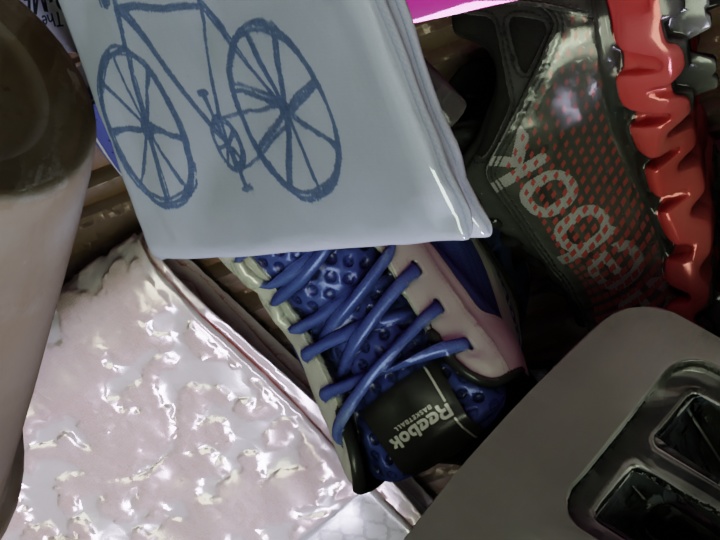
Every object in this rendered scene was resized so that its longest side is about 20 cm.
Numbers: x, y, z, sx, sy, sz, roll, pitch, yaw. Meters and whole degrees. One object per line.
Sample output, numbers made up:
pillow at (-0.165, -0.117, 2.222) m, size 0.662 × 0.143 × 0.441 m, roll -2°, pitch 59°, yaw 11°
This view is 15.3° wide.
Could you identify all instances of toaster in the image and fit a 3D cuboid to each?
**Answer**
toaster at (0.095, 0.128, 0.808) m, size 0.200 × 0.181 × 0.119 m, roll 31°, pitch 152°, yaw 23°

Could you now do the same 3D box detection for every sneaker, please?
sneaker at (0.000, 0.000, 0.848) m, size 0.080 × 0.115 × 0.199 m, roll -37°, pitch 127°, yaw 15°
sneaker at (0.075, -0.028, 0.875) m, size 0.098 × 0.071 × 0.201 m, roll -4°, pitch 126°, yaw 13°

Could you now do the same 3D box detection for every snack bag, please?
snack bag at (-0.047, -0.096, 0.701) m, size 0.021 × 0.188 × 0.201 m, roll -25°, pitch 100°, yaw -25°

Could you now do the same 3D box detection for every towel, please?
towel at (-0.087, 0.102, 0.985) m, size 0.200 × 0.032 × 0.191 m, roll -36°, pitch 115°, yaw 21°

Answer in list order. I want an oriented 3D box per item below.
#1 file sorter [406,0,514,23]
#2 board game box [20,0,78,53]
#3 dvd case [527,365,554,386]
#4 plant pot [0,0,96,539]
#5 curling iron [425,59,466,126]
file sorter at (0.057, -0.166, 0.731) m, size 0.199 × 0.139 × 0.126 m, roll -13°, pitch 122°, yaw 2°
board game box at (-0.145, -0.136, 0.832) m, size 0.199 × 0.034 × 0.135 m, roll 1°, pitch 123°, yaw 1°
dvd case at (0.144, 0.096, 0.979) m, size 0.199 × 0.022 × 0.146 m, roll -2°, pitch 122°, yaw 2°
plant pot at (-0.170, -0.003, 0.811) m, size 0.200 × 0.200 × 0.174 m, roll 26°, pitch 125°, yaw -14°
curling iron at (-0.049, -0.104, 0.804) m, size 0.200 × 0.026 × 0.050 m, roll 34°, pitch 94°, yaw -16°
